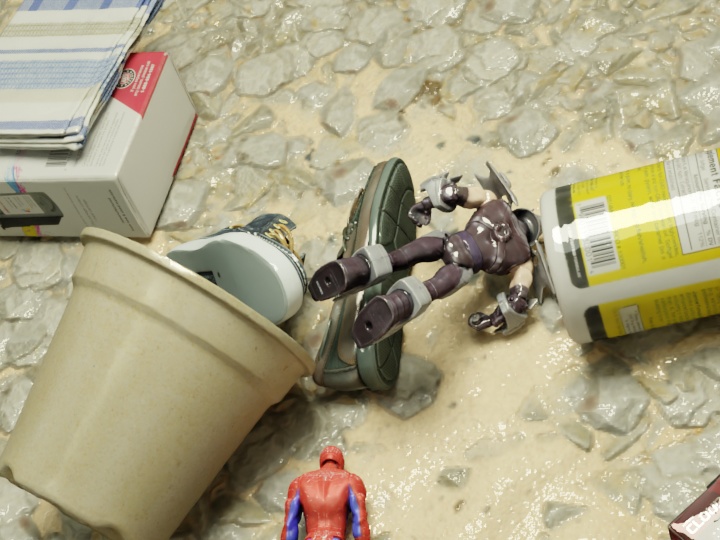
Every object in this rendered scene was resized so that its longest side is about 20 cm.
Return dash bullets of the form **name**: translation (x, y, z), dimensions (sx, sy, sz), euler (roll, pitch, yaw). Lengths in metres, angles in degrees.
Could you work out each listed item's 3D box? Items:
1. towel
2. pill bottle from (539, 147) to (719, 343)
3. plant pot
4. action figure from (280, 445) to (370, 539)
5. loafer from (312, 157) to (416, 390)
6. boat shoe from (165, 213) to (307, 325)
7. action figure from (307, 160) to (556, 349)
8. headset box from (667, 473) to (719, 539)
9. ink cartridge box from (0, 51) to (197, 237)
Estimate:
- **towel**: translation (-0.260, -0.177, 1.517), dimensions (0.146, 0.024, 0.201), euler (2, 49, 25)
- **pill bottle**: translation (0.235, -0.023, 1.258), dimensions (0.198, 0.115, 0.115), euler (-13, 51, 11)
- **plant pot**: translation (-0.161, 0.100, 1.288), dimensions (0.199, 0.200, 0.185), euler (22, 76, 33)
- **action figure**: translation (-0.027, 0.205, 1.232), dimensions (0.065, 0.052, 0.201), euler (-5, 48, 11)
- **loafer**: translation (0.000, 0.000, 1.364), dimensions (0.062, 0.072, 0.202), euler (-8, 54, 23)
- **boat shoe**: translation (-0.072, -0.009, 1.342), dimensions (0.090, 0.071, 0.200), euler (-25, 14, -26)
- **action figure**: translation (0.065, -0.008, 1.309), dimensions (0.199, 0.070, 0.131), euler (-20, 68, -34)
- **headset box**: translation (0.302, 0.176, 1.107), dimensions (0.149, 0.077, 0.200), euler (-40, 50, -12)
- **ink cartridge box**: translation (-0.259, -0.108, 1.532), dimensions (0.198, 0.086, 0.149), euler (0, 53, 23)
